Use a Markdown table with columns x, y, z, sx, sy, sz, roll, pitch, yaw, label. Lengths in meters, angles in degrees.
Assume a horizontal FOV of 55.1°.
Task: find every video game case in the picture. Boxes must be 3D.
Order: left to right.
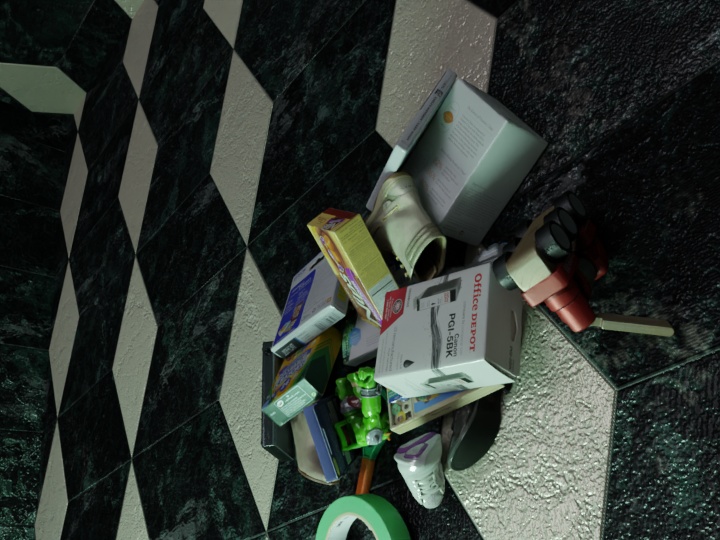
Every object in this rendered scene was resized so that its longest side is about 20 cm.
| x | y | z | sx | sy | sz | roll | pitch | yaw | label |
| --- | --- | --- | --- | --- | --- | --- | --- | --- | --- |
| 0.082 | -0.211 | 1.149 | 0.183 | 0.023 | 0.201 | -58 | -1 | -26 | video game case |

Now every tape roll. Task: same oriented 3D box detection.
| x | y | z | sx | sy | sz | roll | pitch | yaw | label |
| --- | --- | --- | --- | --- | --- | --- | --- | --- | --- |
| 0.003 | 0.474 | 1.133 | 0.198 | 0.048 | 0.206 | -11 | 75 | 47 | tape roll |

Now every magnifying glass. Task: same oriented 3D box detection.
| x | y | z | sx | sy | sz | roll | pitch | yaw | label |
| --- | --- | --- | --- | --- | --- | --- | --- | --- | --- |
| 0.020 | 0.308 | 1.209 | 0.079 | 0.022 | 0.205 | 5 | 80 | 51 | magnifying glass |

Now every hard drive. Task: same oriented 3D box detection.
| x | y | z | sx | sy | sz | roll | pitch | yaw | label |
| --- | --- | --- | --- | --- | --- | --- | --- | --- | --- |
| -0.163 | 0.259 | 1.358 | 0.032 | 0.140 | 0.204 | -6 | 64 | 7 | hard drive |

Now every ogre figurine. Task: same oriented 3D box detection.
| x | y | z | sx | sy | sz | roll | pitch | yaw | label |
| --- | --- | --- | --- | --- | --- | --- | --- | --- | --- |
| -0.002 | 0.235 | 1.161 | 0.199 | 0.096 | 0.123 | -28 | 67 | 51 | ogre figurine |

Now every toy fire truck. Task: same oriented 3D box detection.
| x | y | z | sx | sy | sz | roll | pitch | yaw | label |
| --- | --- | --- | --- | --- | --- | --- | --- | --- | --- |
| 0.293 | 0.012 | 0.892 | 0.128 | 0.176 | 0.201 | -37 | 93 | 36 | toy fire truck |

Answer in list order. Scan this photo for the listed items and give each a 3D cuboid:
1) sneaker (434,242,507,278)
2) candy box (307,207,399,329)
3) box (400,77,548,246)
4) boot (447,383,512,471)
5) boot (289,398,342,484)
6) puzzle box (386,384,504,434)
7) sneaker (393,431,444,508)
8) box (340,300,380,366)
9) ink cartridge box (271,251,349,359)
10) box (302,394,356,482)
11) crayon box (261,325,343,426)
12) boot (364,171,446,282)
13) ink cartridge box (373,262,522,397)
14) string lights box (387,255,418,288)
| x | y | z | sx | sy | sz | roll | pitch | yaw | label |
| --- | --- | --- | --- | --- | --- | --- | --- | --- | --- |
| 0.162 | 0.034 | 1.071 | 0.198 | 0.072 | 0.083 | -33 | 55 | 33 | sneaker |
| 0.000 | 0.000 | 1.122 | 0.056 | 0.203 | 0.116 | -35 | 23 | -17 | candy box |
| 0.173 | -0.172 | 1.111 | 0.202 | 0.105 | 0.153 | -56 | 41 | 22 | box |
| 0.141 | 0.185 | 1.068 | 0.173 | 0.069 | 0.203 | 19 | 83 | 52 | boot |
| -0.086 | 0.296 | 1.286 | 0.199 | 0.069 | 0.150 | 6 | 95 | 61 | boot |
| 0.119 | 0.148 | 1.041 | 0.198 | 0.025 | 0.135 | -33 | 44 | 31 | puzzle box |
| 0.099 | 0.294 | 1.009 | 0.074 | 0.200 | 0.101 | -23 | 73 | 0 | sneaker |
| 0.016 | 0.059 | 1.283 | 0.143 | 0.036 | 0.204 | -30 | 54 | 42 | box |
| -0.084 | 0.046 | 1.334 | 0.197 | 0.047 | 0.202 | -39 | 25 | 39 | ink cartridge box |
| -0.052 | 0.278 | 1.156 | 0.032 | 0.200 | 0.124 | -20 | 82 | 4 | box |
| -0.101 | 0.178 | 1.287 | 0.125 | 0.051 | 0.201 | -39 | 16 | 31 | crayon box |
| 0.066 | -0.032 | 1.104 | 0.156 | 0.071 | 0.202 | 61 | 147 | 35 | boot |
| 0.123 | 0.089 | 0.986 | 0.198 | 0.082 | 0.150 | -19 | 52 | 41 | ink cartridge box |
| 0.081 | -0.058 | 1.224 | 0.102 | 0.058 | 0.204 | -32 | 55 | 41 | string lights box |
